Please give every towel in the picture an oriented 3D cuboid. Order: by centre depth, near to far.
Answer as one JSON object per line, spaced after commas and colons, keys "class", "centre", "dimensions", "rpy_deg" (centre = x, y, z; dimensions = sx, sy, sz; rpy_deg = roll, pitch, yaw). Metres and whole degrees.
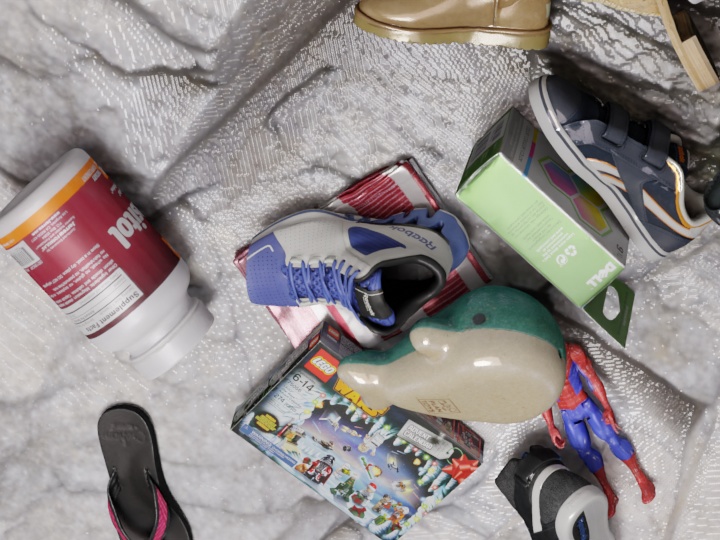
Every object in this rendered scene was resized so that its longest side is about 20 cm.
{"class": "towel", "centre": [0.000, 0.000, 1.680], "dimensions": [0.199, 0.023, 0.144], "rpy_deg": [-29, 108, 22]}

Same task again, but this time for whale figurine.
{"class": "whale figurine", "centre": [0.082, 0.072, 1.624], "dimensions": [0.199, 0.104, 0.159], "rpy_deg": [-8, 148, 25]}

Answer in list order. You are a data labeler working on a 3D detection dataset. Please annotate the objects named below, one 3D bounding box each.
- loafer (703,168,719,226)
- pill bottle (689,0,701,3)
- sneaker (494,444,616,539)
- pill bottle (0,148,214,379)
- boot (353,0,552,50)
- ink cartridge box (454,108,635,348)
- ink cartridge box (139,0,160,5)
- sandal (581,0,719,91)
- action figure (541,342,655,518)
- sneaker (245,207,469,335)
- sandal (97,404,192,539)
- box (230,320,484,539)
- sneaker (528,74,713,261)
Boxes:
{"class": "loafer", "centre": [0.345, -0.122, 1.507], "dimensions": [0.070, 0.068, 0.201], "rpy_deg": [31, 107, -33]}
{"class": "pill bottle", "centre": [0.328, -0.286, 1.423], "dimensions": [0.199, 0.112, 0.112], "rpy_deg": [-25, 108, 22]}
{"class": "sneaker", "centre": [0.179, 0.231, 1.736], "dimensions": [0.112, 0.073, 0.200], "rpy_deg": [44, 156, 32]}
{"class": "pill bottle", "centre": [-0.228, -0.002, 1.675], "dimensions": [0.113, 0.113, 0.200], "rpy_deg": [-35, 105, 24]}
{"class": "boot", "centre": [0.087, -0.286, 1.503], "dimensions": [0.174, 0.066, 0.201], "rpy_deg": [2, 117, -3]}
{"class": "ink cartridge box", "centre": [0.177, -0.038, 1.579], "dimensions": [0.200, 0.104, 0.059], "rpy_deg": [41, 117, -9]}
{"class": "ink cartridge box", "centre": [-0.139, -0.336, 1.510], "dimensions": [0.147, 0.086, 0.201], "rpy_deg": [-12, 111, 17]}
{"class": "sandal", "centre": [0.214, -0.224, 1.495], "dimensions": [0.069, 0.078, 0.212], "rpy_deg": [-26, 113, 16]}
{"class": "action figure", "centre": [0.203, 0.133, 1.690], "dimensions": [0.065, 0.052, 0.201], "rpy_deg": [-23, 106, 24]}
{"class": "sneaker", "centre": [-0.009, 0.002, 1.606], "dimensions": [0.198, 0.115, 0.081], "rpy_deg": [-7, 115, 12]}
{"class": "sandal", "centre": [-0.219, 0.228, 1.823], "dimensions": [0.075, 0.045, 0.201], "rpy_deg": [-8, 114, 15]}
{"class": "box", "centre": [-0.002, 0.155, 1.734], "dimensions": [0.200, 0.040, 0.137], "rpy_deg": [37, 117, -15]}
{"class": "sneaker", "centre": [0.224, -0.100, 1.555], "dimensions": [0.079, 0.079, 0.200], "rpy_deg": [-30, 118, 28]}
